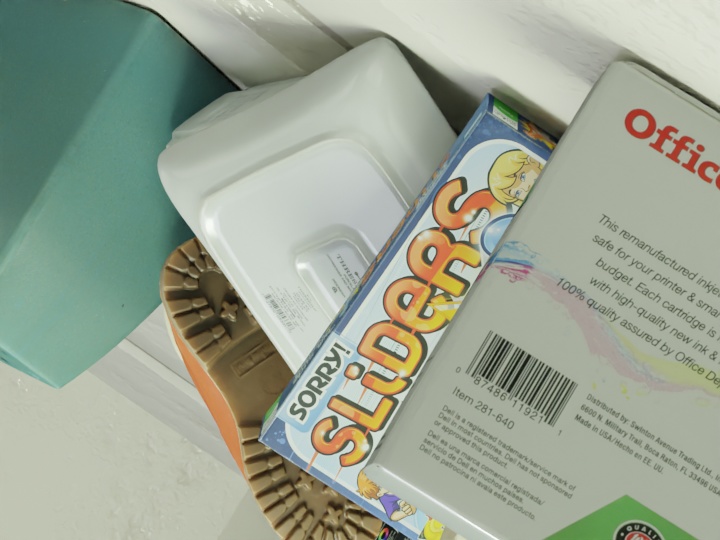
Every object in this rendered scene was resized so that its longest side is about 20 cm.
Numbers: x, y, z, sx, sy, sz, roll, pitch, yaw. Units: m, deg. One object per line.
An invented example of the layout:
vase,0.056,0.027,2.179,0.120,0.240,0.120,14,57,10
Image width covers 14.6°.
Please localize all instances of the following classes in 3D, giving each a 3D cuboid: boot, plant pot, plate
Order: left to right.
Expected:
plant pot,-0.173,-0.045,1.641,0.141,0.201,0.141,21,165,44
boot,-0.052,0.073,1.574,0.201,0.075,0.107,64,168,-3
plate,0.000,0.000,1.421,0.199,0.032,0.200,-23,107,48

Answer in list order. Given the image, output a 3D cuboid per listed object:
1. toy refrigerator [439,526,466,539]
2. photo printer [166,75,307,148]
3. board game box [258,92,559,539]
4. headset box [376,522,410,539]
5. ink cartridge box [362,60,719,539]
toy refrigerator,0.099,0.070,1.290,0.070,0.201,0.076,22,-167,-1
photo printer,-0.015,-0.008,1.543,0.201,0.069,0.166,57,165,-10
board game box,0.060,0.035,1.349,0.135,0.201,0.034,32,-163,-6
headset box,0.036,0.115,1.856,0.092,0.175,0.200,26,167,31
ink cartridge box,0.113,0.036,1.182,0.144,0.201,0.084,31,173,0
